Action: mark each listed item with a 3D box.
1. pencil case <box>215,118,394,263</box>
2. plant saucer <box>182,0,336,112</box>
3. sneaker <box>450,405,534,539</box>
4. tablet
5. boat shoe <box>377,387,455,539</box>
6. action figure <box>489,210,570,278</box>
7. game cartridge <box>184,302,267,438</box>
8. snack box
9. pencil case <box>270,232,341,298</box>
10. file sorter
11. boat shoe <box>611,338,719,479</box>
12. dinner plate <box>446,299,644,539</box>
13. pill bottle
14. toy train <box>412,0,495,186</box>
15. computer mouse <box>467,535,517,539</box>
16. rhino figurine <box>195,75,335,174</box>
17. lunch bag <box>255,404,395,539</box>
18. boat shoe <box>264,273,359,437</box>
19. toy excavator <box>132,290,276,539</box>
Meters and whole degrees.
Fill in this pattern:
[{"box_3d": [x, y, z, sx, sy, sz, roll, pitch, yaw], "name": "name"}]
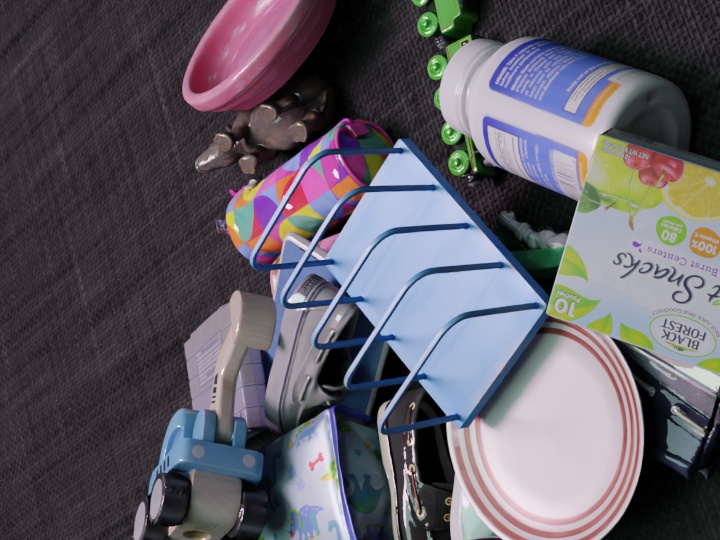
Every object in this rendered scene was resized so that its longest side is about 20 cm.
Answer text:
[{"box_3d": [-0.051, -0.075, 1.657, 0.199, 0.088, 0.089, -28, 69, 43], "name": "pencil case"}, {"box_3d": [-0.091, -0.229, 1.672, 0.200, 0.051, 0.201, -40, 26, 24], "name": "plant saucer"}, {"box_3d": [0.138, 0.187, 1.445, 0.118, 0.073, 0.203, -8, 84, 45], "name": "sneaker"}, {"box_3d": [-0.032, 0.066, 1.608, 0.130, 0.014, 0.201, 34, 139, 19], "name": "tablet"}, {"box_3d": [0.068, 0.202, 1.523, 0.063, 0.073, 0.203, -28, 69, 45], "name": "boat shoe"}, {"box_3d": [0.136, -0.018, 1.443, 0.199, 0.118, 0.055, 3, 80, 40], "name": "action figure"}, {"box_3d": [-0.134, 0.110, 1.743, 0.200, 0.038, 0.131, 144, 123, -67], "name": "game cartridge"}, {"box_3d": [0.251, -0.005, 1.261, 0.198, 0.053, 0.144, 19, 106, 14], "name": "snack box"}, {"box_3d": [0.000, 0.000, 1.599, 0.199, 0.082, 0.087, -17, 56, 48], "name": "pencil case"}, {"box_3d": [0.025, 0.012, 1.381, 0.200, 0.122, 0.139, 50, 123, 28], "name": "file sorter"}, {"box_3d": [0.214, 0.084, 1.355, 0.200, 0.074, 0.094, 34, 107, 43], "name": "boat shoe"}, {"box_3d": [0.147, 0.123, 1.371, 0.199, 0.024, 0.203, 3, 95, 45], "name": "dinner plate"}, {"box_3d": [0.158, -0.124, 1.396, 0.199, 0.111, 0.113, 28, 110, 46], "name": "pill bottle"}, {"box_3d": [0.091, -0.174, 1.530, 0.056, 0.042, 0.202, -22, 73, 35], "name": "toy train"}, {"box_3d": [0.164, 0.260, 1.385, 0.199, 0.044, 0.110, 26, 143, 28], "name": "computer mouse"}, {"box_3d": [-0.099, -0.136, 1.716, 0.199, 0.087, 0.060, -24, 104, 46], "name": "rhino figurine"}, {"box_3d": [-0.020, 0.247, 1.584, 0.170, 0.126, 0.202, -35, 53, 44], "name": "lunch bag"}, {"box_3d": [-0.037, 0.090, 1.572, 0.065, 0.072, 0.201, 29, 133, 18], "name": "boat shoe"}, {"box_3d": [-0.132, 0.141, 1.569, 0.195, 0.099, 0.202, 130, 146, -56], "name": "toy excavator"}]
